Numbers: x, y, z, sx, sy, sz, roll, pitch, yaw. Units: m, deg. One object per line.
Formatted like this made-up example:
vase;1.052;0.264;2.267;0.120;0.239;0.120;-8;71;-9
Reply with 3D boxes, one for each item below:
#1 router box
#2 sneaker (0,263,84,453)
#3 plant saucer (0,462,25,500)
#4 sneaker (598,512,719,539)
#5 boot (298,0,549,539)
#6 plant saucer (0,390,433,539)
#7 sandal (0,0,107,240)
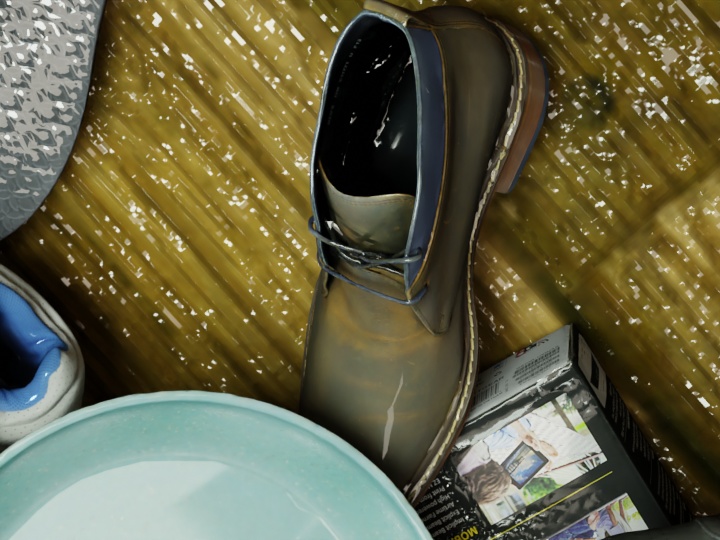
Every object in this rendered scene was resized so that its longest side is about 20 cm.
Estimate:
router box;0.033;0.135;0.927;0.199;0.051;0.150;-30;101;13
sneaker;-0.190;0.011;0.871;0.199;0.081;0.146;32;145;-10
plant saucer;-0.247;0.056;0.862;0.199;0.037;0.199;38;145;-22
sneaker;0.169;0.071;0.823;0.198;0.071;0.100;1;96;-4
boot;0.000;0.000;0.849;0.074;0.097;0.202;15;90;28
plant saucer;-0.064;0.140;0.839;0.198;0.036;0.202;-1;93;-11
sandal;-0.125;-0.094;0.895;0.076;0.043;0.201;25;102;-10
